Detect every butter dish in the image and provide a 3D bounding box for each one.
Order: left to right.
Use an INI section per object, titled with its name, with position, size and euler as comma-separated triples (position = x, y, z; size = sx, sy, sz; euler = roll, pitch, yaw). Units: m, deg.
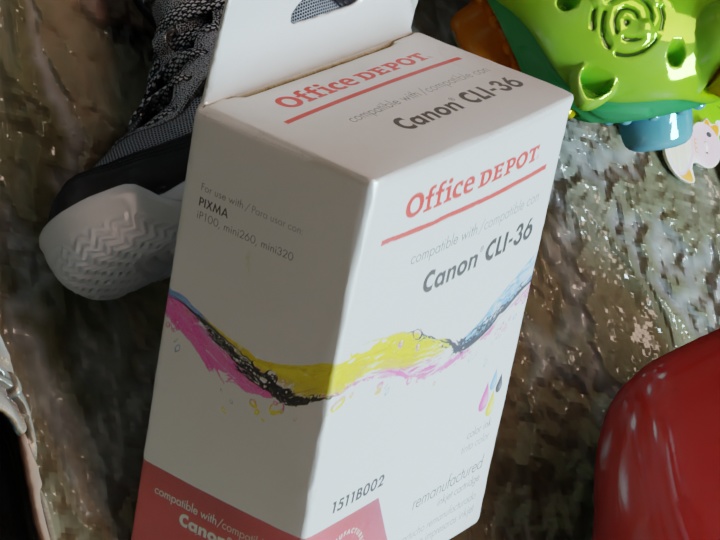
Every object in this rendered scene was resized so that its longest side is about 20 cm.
[butter dish]
position = 0.134, 0.105, 1.016
size = 0.200, 0.148, 0.200
euler = 84, -7, -75

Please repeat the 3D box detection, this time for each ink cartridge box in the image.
[ink cartridge box]
position = 0.000, 0.000, 0.878
size = 0.116, 0.067, 0.200
euler = -26, 133, -51

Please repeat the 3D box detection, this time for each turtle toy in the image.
[turtle toy]
position = 0.104, -0.126, 1.128
size = 0.146, 0.101, 0.200
euler = 26, 45, -7

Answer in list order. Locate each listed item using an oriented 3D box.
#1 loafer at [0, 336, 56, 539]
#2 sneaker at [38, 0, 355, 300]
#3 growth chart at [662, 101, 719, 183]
[loafer]
position = -0.114, 0.060, 0.811
size = 0.072, 0.063, 0.200
euler = -4, 74, -49
[sneaker]
position = -0.058, -0.067, 0.942
size = 0.114, 0.075, 0.200
euler = 58, 38, 1
[growth chart]
position = 0.175, -0.094, 1.261
size = 0.200, 0.018, 0.145
euler = 13, 61, -43
